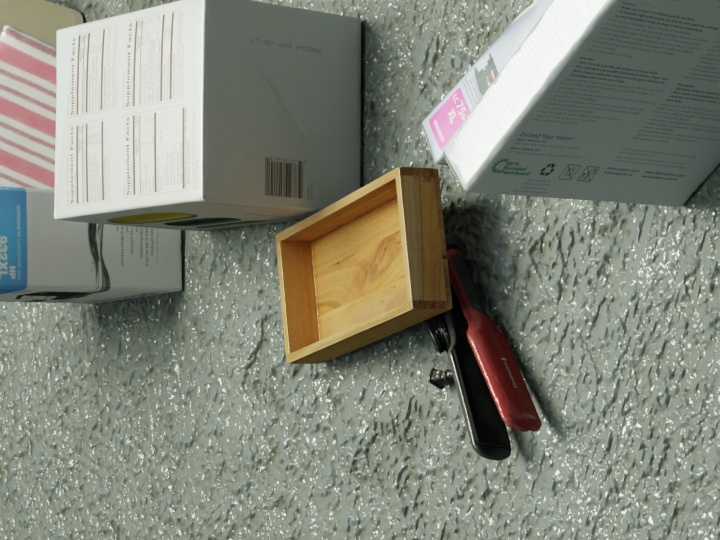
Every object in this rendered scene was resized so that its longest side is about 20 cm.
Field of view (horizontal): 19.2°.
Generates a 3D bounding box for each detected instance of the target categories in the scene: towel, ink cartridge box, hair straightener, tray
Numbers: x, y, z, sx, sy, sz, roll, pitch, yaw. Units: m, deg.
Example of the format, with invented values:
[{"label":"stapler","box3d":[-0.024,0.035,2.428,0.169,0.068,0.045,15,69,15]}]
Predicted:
[{"label":"towel","box3d":[-0.284,-0.119,1.830,0.200,0.145,0.030,-47,31,36]},{"label":"ink cartridge box","box3d":[-0.266,-0.019,1.751,0.144,0.199,0.085,-8,83,49]},{"label":"ink cartridge box","box3d":[0.142,-0.134,1.337,0.200,0.119,0.042,-45,53,39]},{"label":"hair straightener","box3d":[0.060,0.048,1.479,0.077,0.041,0.201,-49,52,35]},{"label":"tray","box3d":[0.000,0.000,1.529,0.200,0.037,0.100,-25,67,59]},{"label":"ink cartridge box","box3d":[0.174,-0.120,1.238,0.200,0.195,0.043,-53,52,32]}]

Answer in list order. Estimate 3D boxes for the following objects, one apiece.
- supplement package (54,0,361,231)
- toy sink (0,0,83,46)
[{"label":"supplement package","box3d":[-0.118,-0.114,1.619,0.199,0.151,0.152,-4,84,50]},{"label":"toy sink","box3d":[-0.354,-0.180,1.860,0.130,0.199,0.113,-47,42,36]}]
